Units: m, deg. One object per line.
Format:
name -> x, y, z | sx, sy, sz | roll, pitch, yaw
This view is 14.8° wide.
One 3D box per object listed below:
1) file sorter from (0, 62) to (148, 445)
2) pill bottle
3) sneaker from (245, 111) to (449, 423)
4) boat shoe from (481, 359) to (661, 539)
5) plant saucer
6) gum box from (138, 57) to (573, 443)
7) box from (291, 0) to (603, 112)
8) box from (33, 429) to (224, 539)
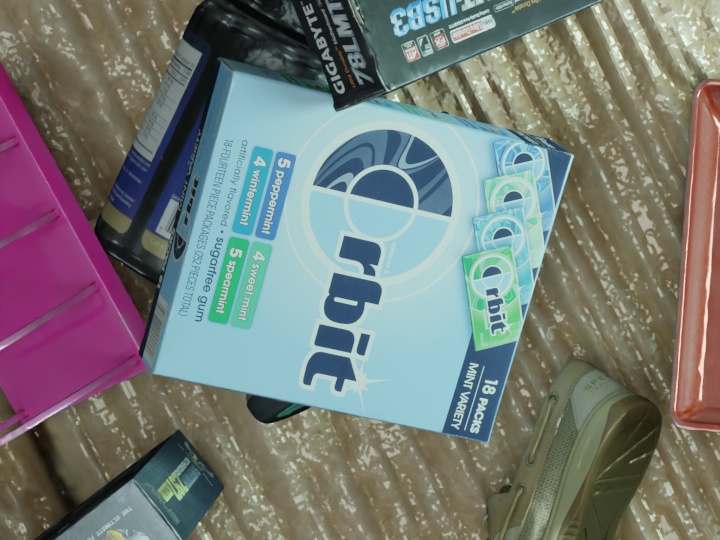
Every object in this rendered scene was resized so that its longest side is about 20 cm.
file sorter -> -0.236, 0.006, 1.549 | 0.139, 0.125, 0.201 | -25, 95, 48
pill bottle -> -0.061, -0.084, 1.557 | 0.111, 0.112, 0.201 | 27, 99, 2
sneaker -> 0.000, 0.000, 1.589 | 0.200, 0.074, 0.088 | -39, 82, -2
boat shoe -> 0.107, 0.148, 1.597 | 0.064, 0.071, 0.201 | 36, 110, 36
plant saucer -> 0.277, 0.000, 1.547 | 0.198, 0.037, 0.202 | 5, 78, 5
gum box -> -0.003, -0.009, 1.509 | 0.199, 0.045, 0.171 | 13, 101, -19
box -> 0.028, -0.209, 1.499 | 0.050, 0.199, 0.200 | -15, 98, 47
box -> -0.177, 0.179, 1.577 | 0.200, 0.158, 0.051 | -37, 93, 8
